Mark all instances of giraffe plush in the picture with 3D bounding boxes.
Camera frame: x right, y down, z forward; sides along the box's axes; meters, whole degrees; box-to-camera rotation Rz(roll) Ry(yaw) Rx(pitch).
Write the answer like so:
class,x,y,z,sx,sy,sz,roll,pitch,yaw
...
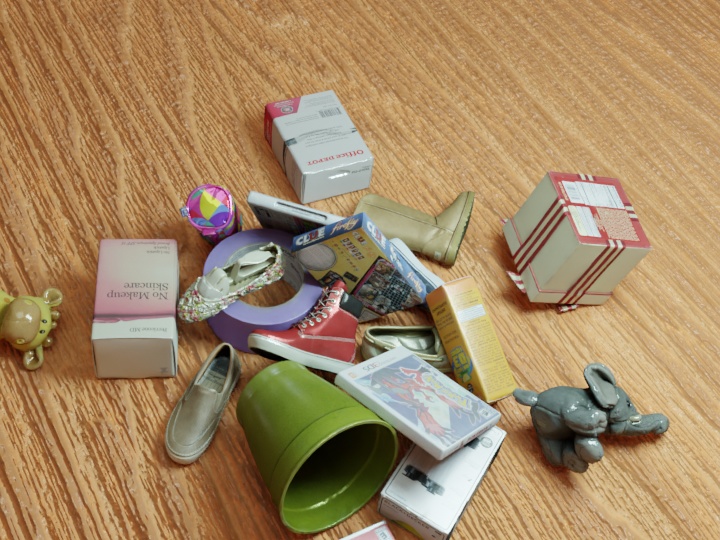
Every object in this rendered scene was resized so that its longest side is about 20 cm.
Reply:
class,x,y,z,sx,sy,sz,roll,pitch,yaw
giraffe plush,-0.555,0.077,1.551,0.161,0.174,0.200,18,15,-6

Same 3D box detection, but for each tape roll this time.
class,x,y,z,sx,sy,sz,roll,pitch,yaw
tape roll,-0.160,0.033,1.663,0.198,0.085,0.201,4,51,-5

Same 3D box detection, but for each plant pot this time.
class,x,y,z,sx,sy,sz,roll,pitch,yaw
plant pot,-0.080,0.236,1.455,0.199,0.202,0.193,-24,46,-25

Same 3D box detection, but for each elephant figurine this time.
class,x,y,z,sx,sy,sz,roll,pitch,yaw
elephant figurine,0.366,0.219,1.574,0.199,0.157,0.141,-28,16,-39

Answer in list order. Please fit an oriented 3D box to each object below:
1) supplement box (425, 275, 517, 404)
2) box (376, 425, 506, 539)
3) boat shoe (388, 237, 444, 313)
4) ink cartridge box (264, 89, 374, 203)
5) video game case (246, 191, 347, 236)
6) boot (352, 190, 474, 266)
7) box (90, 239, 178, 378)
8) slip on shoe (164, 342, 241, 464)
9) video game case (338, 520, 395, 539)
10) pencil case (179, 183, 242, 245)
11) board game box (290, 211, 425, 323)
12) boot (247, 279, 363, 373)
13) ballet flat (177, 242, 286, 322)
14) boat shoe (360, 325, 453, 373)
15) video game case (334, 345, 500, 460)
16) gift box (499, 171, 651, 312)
class,x,y,z,sx,sy,sz,roll,pitch,yaw
supplement box,0.176,0.116,1.604,0.068,0.067,0.202,-17,78,-30
box,0.121,0.300,1.499,0.116,0.060,0.200,27,52,14
boat shoe,0.081,0.036,1.710,0.090,0.071,0.200,-32,58,-20
ink cartridge box,-0.080,-0.234,1.890,0.143,0.085,0.201,-15,54,-19
video game case,-0.089,-0.075,1.688,0.180,0.200,0.023,17,80,6
boot,0.097,-0.104,1.823,0.198,0.066,0.176,18,51,8
box,-0.355,0.059,1.598,0.126,0.109,0.201,0,51,-9
slip on shoe,-0.238,0.198,1.532,0.075,0.061,0.201,22,51,10
video game case,0.017,0.458,1.384,0.142,0.018,0.201,-18,56,-21
pencil case,-0.244,-0.089,1.683,0.087,0.200,0.089,0,86,0
board game box,0.000,0.000,1.610,0.134,0.200,0.035,-18,44,26
boot,-0.082,0.077,1.564,0.199,0.072,0.146,16,82,-40
ballet flat,-0.203,0.010,1.580,0.199,0.064,0.076,-31,62,-28
boat shoe,0.101,0.120,1.641,0.198,0.063,0.074,3,51,-5
video game case,0.087,0.190,1.493,0.199,0.023,0.182,34,26,24
gift box,0.350,-0.053,1.733,0.198,0.187,0.186,6,50,-23
